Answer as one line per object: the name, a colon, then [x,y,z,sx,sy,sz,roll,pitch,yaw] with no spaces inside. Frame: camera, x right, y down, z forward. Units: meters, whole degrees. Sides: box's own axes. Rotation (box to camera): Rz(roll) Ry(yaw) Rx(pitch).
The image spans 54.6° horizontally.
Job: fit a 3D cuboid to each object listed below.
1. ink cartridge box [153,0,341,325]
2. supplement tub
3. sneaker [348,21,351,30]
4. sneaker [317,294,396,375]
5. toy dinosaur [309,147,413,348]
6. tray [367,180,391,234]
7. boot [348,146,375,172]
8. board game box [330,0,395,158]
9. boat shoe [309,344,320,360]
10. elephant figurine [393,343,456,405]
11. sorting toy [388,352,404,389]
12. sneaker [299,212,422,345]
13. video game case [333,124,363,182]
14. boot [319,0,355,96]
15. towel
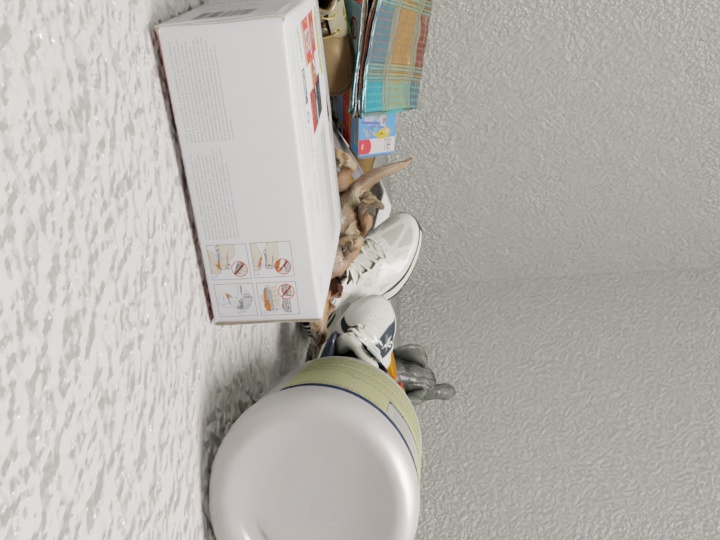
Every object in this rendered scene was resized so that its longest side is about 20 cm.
ink cartridge box: [-0.068,-0.092,0.520,0.177,0.081,0.205,-81,167,-64]
supplement tub: [-0.023,0.147,0.540,0.200,0.141,0.149,-16,103,-84]
sneaker: [-0.062,-0.370,0.891,0.084,0.075,0.206,-161,-116,-68]
sneaker: [0.002,0.086,0.719,0.200,0.079,0.130,-51,180,-36]
toy dinosaur: [-0.024,-0.036,0.709,0.202,0.085,0.136,-56,168,-12]
tray: [0.024,-0.087,1.098,0.200,0.022,0.110,-98,-159,-73]
boot: [0.005,-0.191,1.103,0.176,0.065,0.204,-109,-145,-67]
board game box: [-0.006,-0.292,0.976,0.197,0.054,0.204,-120,-154,-52]
boat shoe: [-0.036,0.141,0.854,0.201,0.065,0.058,-80,-178,-66]
elephant figurine: [0.076,0.196,1.261,0.155,0.194,0.145,-73,159,-74]
sorting toy: [0.041,0.179,0.915,0.202,0.036,0.188,-99,173,-50]
sneaker: [0.000,0.000,0.827,0.202,0.075,0.116,-51,159,-7]
video game case: [-0.036,-0.140,0.909,0.145,0.017,0.201,57,16,-19]
boot: [-0.044,-0.270,0.729,0.155,0.070,0.204,-111,-177,-64]
towel: [0.043,-0.265,0.849,0.199,0.021,0.150,-31,133,-62]
